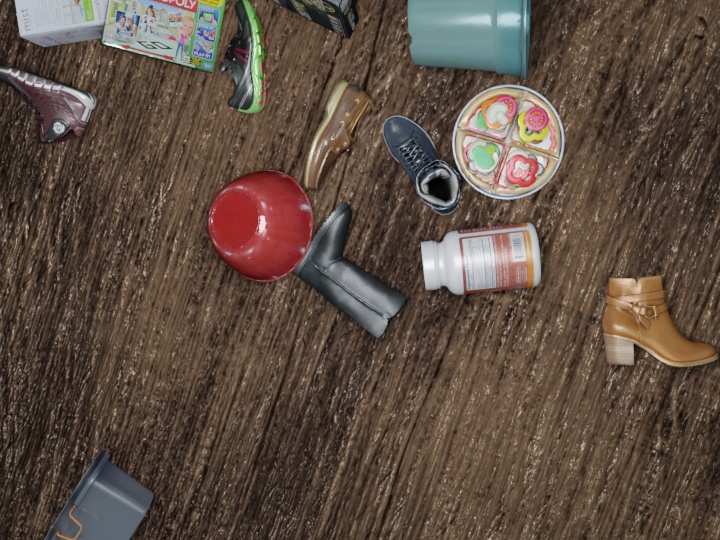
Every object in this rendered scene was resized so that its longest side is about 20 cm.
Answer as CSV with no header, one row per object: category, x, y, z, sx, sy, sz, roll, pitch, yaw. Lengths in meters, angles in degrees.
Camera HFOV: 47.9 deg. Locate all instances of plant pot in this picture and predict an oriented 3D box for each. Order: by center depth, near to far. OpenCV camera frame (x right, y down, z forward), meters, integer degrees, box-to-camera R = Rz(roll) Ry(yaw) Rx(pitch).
plant pot,0.184,-0.423,1.359,0.193,0.200,0.203,3,93,12

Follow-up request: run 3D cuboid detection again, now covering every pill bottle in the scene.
pill bottle,0.207,-0.018,1.410,0.197,0.112,0.114,-6,92,6

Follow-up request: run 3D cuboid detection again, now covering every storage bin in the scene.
storage bin,-0.481,0.459,1.491,0.133,0.146,0.201,32,95,-7

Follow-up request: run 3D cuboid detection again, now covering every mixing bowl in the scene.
mixing bowl,-0.194,-0.083,1.417,0.198,0.108,0.203,-1,87,23

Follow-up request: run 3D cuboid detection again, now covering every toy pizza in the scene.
toy pizza,0.262,-0.228,1.433,0.197,0.032,0.203,0,93,5

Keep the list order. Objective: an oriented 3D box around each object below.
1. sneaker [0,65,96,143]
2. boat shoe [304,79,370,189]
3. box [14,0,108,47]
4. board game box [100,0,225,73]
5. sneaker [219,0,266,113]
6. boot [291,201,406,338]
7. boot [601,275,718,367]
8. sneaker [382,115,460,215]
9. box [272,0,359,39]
sneaker,-0.592,-0.297,1.487,0.198,0.076,0.117,19,97,3
boat shoe,-0.043,-0.235,1.441,0.067,0.072,0.202,22,92,5
box,-0.526,-0.522,1.457,0.174,0.097,0.203,-8,93,6
board game box,-0.347,-0.441,1.433,0.198,0.029,0.136,9,95,-25
sneaker,-0.213,-0.384,1.446,0.083,0.077,0.203,-1,92,1
boot,0.000,0.001,1.451,0.199,0.066,0.166,37,104,5
boot,0.522,0.087,1.408,0.197,0.074,0.157,1,89,2
sneaker,0.105,-0.188,1.394,0.077,0.146,0.203,-36,88,7
box,-0.087,-0.468,1.368,0.160,0.200,0.050,28,93,3
